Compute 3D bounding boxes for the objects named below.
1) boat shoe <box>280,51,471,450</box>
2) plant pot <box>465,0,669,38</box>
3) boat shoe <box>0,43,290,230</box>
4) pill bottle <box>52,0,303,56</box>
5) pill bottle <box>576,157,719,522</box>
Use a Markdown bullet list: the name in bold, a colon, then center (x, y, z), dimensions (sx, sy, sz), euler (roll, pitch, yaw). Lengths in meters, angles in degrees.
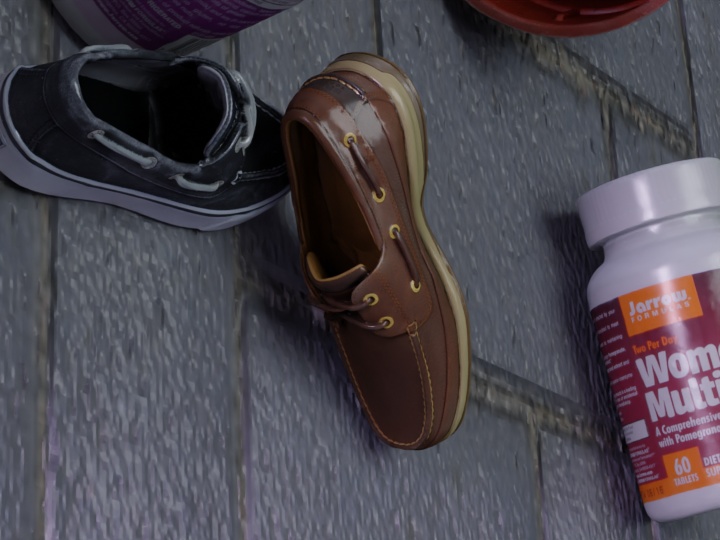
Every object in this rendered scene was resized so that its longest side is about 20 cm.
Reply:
- **boat shoe**: center (0.000, 0.000, 0.985), dimensions (0.068, 0.072, 0.200), euler (-34, 120, -46)
- **plant pot**: center (0.156, -0.247, 1.261), dimensions (0.195, 0.200, 0.201), euler (-19, 89, -65)
- **boat shoe**: center (-0.079, -0.066, 0.923), dimensions (0.200, 0.068, 0.072), euler (9, 66, -54)
- **pill bottle**: center (-0.043, -0.173, 0.911), dimensions (0.112, 0.200, 0.112), euler (31, 49, -44)
- **pill bottle**: center (0.198, 0.041, 1.224), dimensions (0.109, 0.109, 0.200), euler (-3, 75, -55)
